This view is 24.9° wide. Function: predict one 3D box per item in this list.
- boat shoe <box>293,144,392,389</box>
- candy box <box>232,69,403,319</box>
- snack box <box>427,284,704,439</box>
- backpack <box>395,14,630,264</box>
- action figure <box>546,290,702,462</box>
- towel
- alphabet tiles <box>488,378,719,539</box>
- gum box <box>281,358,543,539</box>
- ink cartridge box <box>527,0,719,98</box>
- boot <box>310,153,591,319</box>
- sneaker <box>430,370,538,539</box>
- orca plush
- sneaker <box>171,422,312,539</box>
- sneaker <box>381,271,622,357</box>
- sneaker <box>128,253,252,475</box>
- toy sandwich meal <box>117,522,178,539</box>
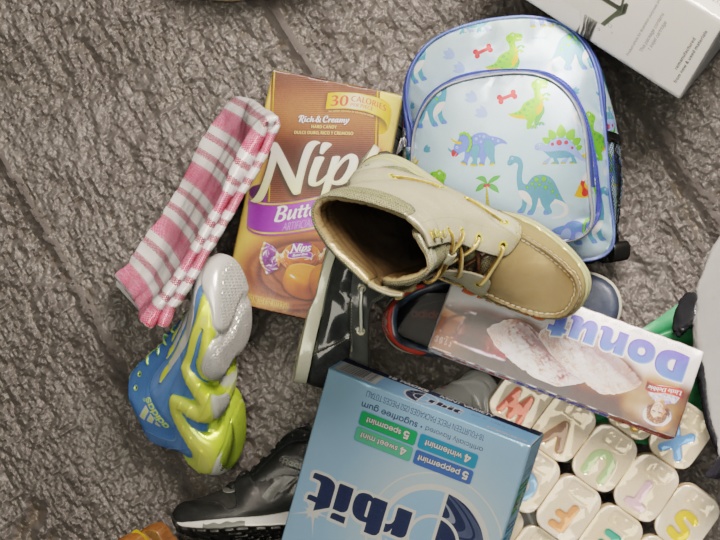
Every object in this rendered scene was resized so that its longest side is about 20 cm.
[{"bbox_3d":[0.000,0.000,1.307,0.067,0.072,0.201,14,94,0],"label":"boat shoe"},{"bbox_3d":[-0.036,-0.059,1.373,0.116,0.056,0.201,12,89,10],"label":"candy box"},{"bbox_3d":[0.157,0.062,1.251,0.199,0.024,0.072,20,80,5],"label":"snack box"},{"bbox_3d":[0.118,-0.101,1.303,0.182,0.147,0.201,-4,88,9],"label":"backpack"},{"bbox_3d":[0.207,0.102,1.307,0.199,0.055,0.119,-20,82,-10],"label":"action figure"},{"bbox_3d":[-0.136,-0.053,1.344,0.030,0.146,0.200,29,92,-21],"label":"towel"},{"bbox_3d":[0.176,0.165,1.270,0.200,0.015,0.196,36,93,0],"label":"alphabet tiles"},{"bbox_3d":[0.031,0.192,1.265,0.169,0.045,0.201,20,105,16],"label":"gum box"},{"bbox_3d":[0.210,-0.247,1.290,0.200,0.146,0.084,35,133,10],"label":"ink cartridge box"},{"bbox_3d":[0.066,-0.011,1.169,0.200,0.155,0.072,30,107,6],"label":"boot"},{"bbox_3d":[0.086,0.187,1.318,0.099,0.078,0.201,-13,75,-25],"label":"sneaker"},{"bbox_3d":[0.308,0.067,1.264,0.105,0.071,0.201,-26,60,36],"label":"orca plush"},{"bbox_3d":[-0.061,0.177,1.369,0.199,0.076,0.088,-8,72,5],"label":"sneaker"},{"bbox_3d":[0.114,0.039,1.330,0.199,0.085,0.075,-8,86,8],"label":"sneaker"},{"bbox_3d":[-0.150,0.075,1.353,0.105,0.076,0.201,12,114,19],"label":"sneaker"},{"bbox_3d":[-0.139,0.305,1.346,0.204,0.070,0.206,12,122,21],"label":"toy sandwich meal"}]
